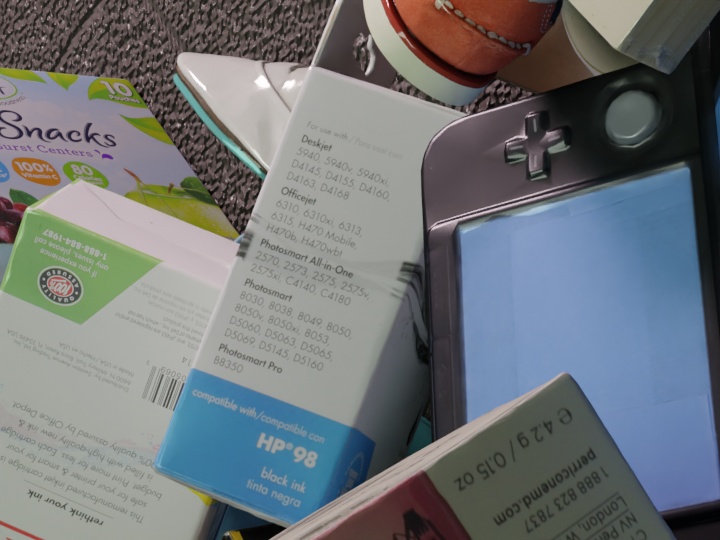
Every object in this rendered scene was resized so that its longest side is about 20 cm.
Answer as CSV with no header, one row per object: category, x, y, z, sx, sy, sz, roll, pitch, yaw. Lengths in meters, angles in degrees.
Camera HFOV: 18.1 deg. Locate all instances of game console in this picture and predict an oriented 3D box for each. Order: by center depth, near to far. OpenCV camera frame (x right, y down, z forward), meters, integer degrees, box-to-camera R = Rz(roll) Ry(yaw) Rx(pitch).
game console,0.074,0.006,0.662,0.171,0.118,0.200,-15,61,27

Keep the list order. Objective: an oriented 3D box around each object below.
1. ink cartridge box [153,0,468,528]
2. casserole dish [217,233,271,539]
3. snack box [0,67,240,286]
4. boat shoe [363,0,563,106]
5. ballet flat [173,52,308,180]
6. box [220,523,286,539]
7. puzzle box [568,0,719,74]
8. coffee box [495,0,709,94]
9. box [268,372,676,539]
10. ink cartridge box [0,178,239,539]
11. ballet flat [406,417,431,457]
ink cartridge box,0.000,0.000,0.852,0.067,0.116,0.200,20,83,13
casserole dish,-0.046,0.075,1.019,0.121,0.039,0.200,52,125,37
snack box,-0.169,-0.037,1.045,0.142,0.200,0.053,52,125,37
boat shoe,0.033,-0.140,0.768,0.063,0.071,0.200,-49,30,33
ballet flat,-0.006,-0.044,0.970,0.200,0.069,0.069,51,124,33
box,-0.036,0.225,0.957,0.160,0.049,0.200,64,146,32
puzzle box,0.073,-0.164,0.661,0.133,0.025,0.200,-54,42,20
coffee box,0.125,-0.100,0.798,0.200,0.080,0.114,26,106,47
box,0.040,0.150,0.603,0.200,0.109,0.128,58,144,4
ink cartridge box,-0.111,0.076,0.971,0.117,0.067,0.200,23,107,5
ballet flat,0.037,0.151,0.902,0.069,0.069,0.200,-49,53,35
